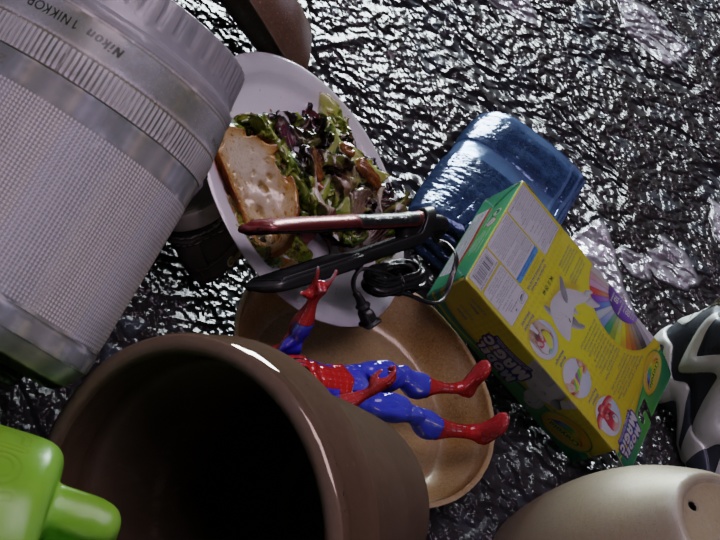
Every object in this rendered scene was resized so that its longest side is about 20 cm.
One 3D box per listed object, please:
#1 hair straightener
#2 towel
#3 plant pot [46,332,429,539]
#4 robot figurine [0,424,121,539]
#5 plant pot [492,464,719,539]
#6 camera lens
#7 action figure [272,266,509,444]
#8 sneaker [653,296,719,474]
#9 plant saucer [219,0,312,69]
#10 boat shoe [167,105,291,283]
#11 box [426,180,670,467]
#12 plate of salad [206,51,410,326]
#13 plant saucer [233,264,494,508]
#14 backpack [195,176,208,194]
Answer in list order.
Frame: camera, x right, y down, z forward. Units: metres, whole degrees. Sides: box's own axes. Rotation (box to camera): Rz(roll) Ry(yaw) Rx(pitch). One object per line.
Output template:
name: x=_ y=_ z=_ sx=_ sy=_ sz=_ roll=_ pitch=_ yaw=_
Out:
hair straightener: x=0.000 y=0.000 z=0.988 sx=0.199 sy=0.041 sz=0.078 roll=-7 pitch=94 yaw=-51
towel: x=0.110 y=-0.058 z=1.222 sx=0.111 sy=0.049 sz=0.200 roll=39 pitch=39 yaw=-1
plant pot: x=-0.050 y=0.137 z=0.823 sx=0.174 sy=0.200 sz=0.201 roll=7 pitch=46 yaw=-59
robot figurine: x=-0.217 y=0.121 z=0.720 sx=0.198 sy=0.116 sz=0.177 roll=16 pitch=67 yaw=-8
plant pot: x=0.199 y=0.204 z=0.978 sx=0.199 sy=0.135 sz=0.201 roll=22 pitch=42 yaw=-22
camera lens: x=-0.170 y=-0.053 z=0.782 sx=0.159 sy=0.160 sz=0.201 roll=32 pitch=81 yaw=-9
action figure: x=0.014 y=0.059 z=0.943 sx=0.199 sy=0.099 sz=0.066 roll=6 pitch=48 yaw=-31
sneaker: x=0.306 y=0.106 z=1.160 sx=0.079 sy=0.130 sz=0.200 roll=2 pitch=53 yaw=-36
plant saucer: x=-0.091 y=-0.224 z=1.125 sx=0.201 sy=0.037 sz=0.200 roll=54 pitch=-3 yaw=5
boat shoe: x=-0.087 y=-0.068 z=1.063 sx=0.200 sy=0.071 sz=0.060 roll=-68 pitch=148 yaw=-53
box: x=0.146 y=0.047 z=1.109 sx=0.200 sy=0.048 sz=0.118 roll=47 pitch=48 yaw=-14
plate of salad: x=-0.029 y=-0.060 z=1.021 sx=0.200 sy=0.048 sz=0.201 roll=32 pitch=45 yaw=-38
plant saucer: x=-0.002 y=0.079 z=1.012 sx=0.199 sy=0.035 sz=0.201 roll=22 pitch=42 yaw=-21
backpack: x=-0.190 y=-0.096 z=0.939 sx=0.127 sy=0.167 sz=0.200 roll=-43 pitch=85 yaw=-9
